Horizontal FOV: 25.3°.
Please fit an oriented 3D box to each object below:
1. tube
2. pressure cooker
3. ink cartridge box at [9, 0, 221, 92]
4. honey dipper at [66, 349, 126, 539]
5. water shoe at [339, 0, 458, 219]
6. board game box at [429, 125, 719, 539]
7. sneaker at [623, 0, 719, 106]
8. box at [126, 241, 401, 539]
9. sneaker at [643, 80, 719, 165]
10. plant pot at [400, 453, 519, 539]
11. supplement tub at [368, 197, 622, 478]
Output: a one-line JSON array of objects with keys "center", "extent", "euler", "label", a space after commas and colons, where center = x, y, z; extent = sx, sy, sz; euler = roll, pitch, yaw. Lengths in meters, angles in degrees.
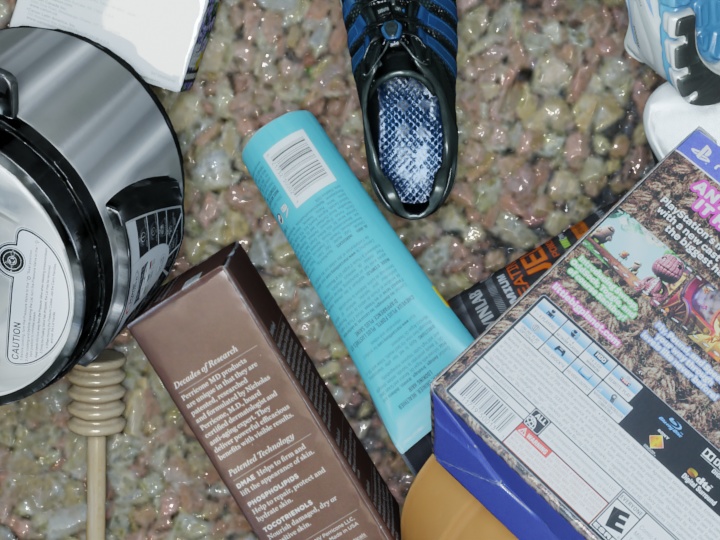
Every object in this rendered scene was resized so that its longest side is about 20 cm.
[{"center": [0.000, 0.000, 0.924], "extent": [0.077, 0.050, 0.201], "euler": [-42, 68, 28], "label": "tube"}, {"center": [-0.202, -0.023, 0.871], "extent": [0.177, 0.200, 0.177], "euler": [-26, 106, 24], "label": "pressure cooker"}, {"center": [-0.120, -0.216, 0.930], "extent": [0.108, 0.050, 0.202], "euler": [20, 99, 1], "label": "ink cartridge box"}, {"center": [-0.163, 0.150, 1.001], "extent": [0.037, 0.038, 0.203], "euler": [1, 102, 0], "label": "honey dipper"}, {"center": [0.028, -0.130, 0.931], "extent": [0.071, 0.079, 0.203], "euler": [-10, 99, 1], "label": "water shoe"}, {"center": [0.157, 0.061, 0.800], "extent": [0.200, 0.097, 0.159], "euler": [-42, 69, -16], "label": "board game box"}, {"center": [0.163, -0.194, 0.854], "extent": [0.074, 0.087, 0.202], "euler": [-14, 117, -26], "label": "sneaker"}, {"center": [-0.054, 0.090, 0.956], "extent": [0.074, 0.100, 0.201], "euler": [-29, 97, 5], "label": "box"}, {"center": [0.229, -0.016, 0.930], "extent": [0.070, 0.099, 0.202], "euler": [-28, 81, 12], "label": "sneaker"}, {"center": [0.136, 0.169, 0.899], "extent": [0.198, 0.141, 0.201], "euler": [-13, 138, -12], "label": "plant pot"}, {"center": [0.105, 0.047, 0.945], "extent": [0.199, 0.107, 0.108], "euler": [-31, 97, 4], "label": "supplement tub"}]
